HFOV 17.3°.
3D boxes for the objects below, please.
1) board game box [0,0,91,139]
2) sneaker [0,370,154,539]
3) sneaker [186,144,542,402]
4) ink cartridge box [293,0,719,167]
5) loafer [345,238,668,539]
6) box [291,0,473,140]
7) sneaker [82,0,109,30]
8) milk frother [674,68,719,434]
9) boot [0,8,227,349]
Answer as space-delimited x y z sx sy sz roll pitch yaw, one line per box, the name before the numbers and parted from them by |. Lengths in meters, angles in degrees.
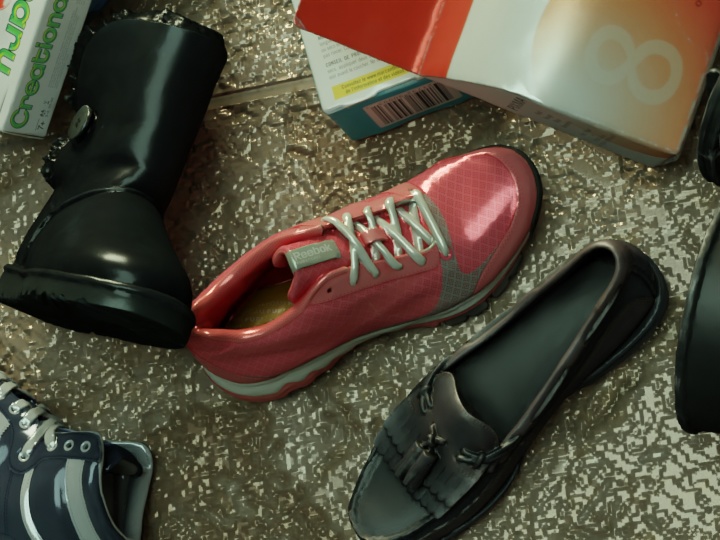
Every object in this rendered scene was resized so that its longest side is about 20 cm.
board game box | -0.185 -0.186 1.267 0.126 0.035 0.200 31 106 38
sneaker | -0.179 0.077 1.219 0.108 0.070 0.200 -28 75 15
sneaker | 0.000 0.000 1.171 0.200 0.087 0.074 -31 68 8
ink cartridge box | 0.088 -0.161 1.164 0.200 0.050 0.162 21 81 -7
loafer | 0.063 0.057 1.146 0.200 0.063 0.072 -45 66 3
box | 0.000 -0.176 1.241 0.082 0.049 0.200 -20 70 12
sneaker | -0.146 -0.221 1.291 0.066 0.078 0.200 27 87 22
milk frother | 0.242 -0.006 1.029 0.188 0.200 0.181 12 75 21
boot | -0.115 -0.052 1.187 0.076 0.200 0.168 22 83 -22
